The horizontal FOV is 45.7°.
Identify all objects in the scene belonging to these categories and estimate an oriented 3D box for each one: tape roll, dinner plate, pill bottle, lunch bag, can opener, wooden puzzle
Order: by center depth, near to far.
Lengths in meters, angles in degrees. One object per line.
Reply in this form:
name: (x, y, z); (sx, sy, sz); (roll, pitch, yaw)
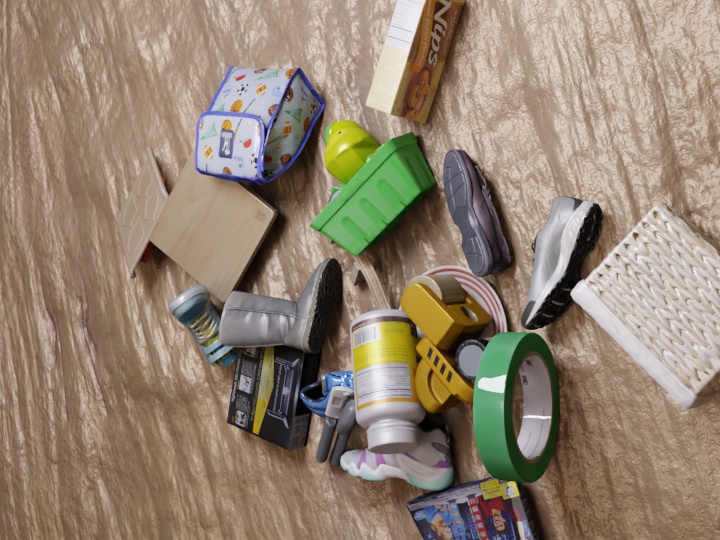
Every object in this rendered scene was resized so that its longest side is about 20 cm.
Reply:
tape roll: (0.219, 0.188, 1.183); (0.047, 0.199, 0.206); (-2, 89, 33)
pill bottle: (0.042, 0.171, 1.305); (0.108, 0.108, 0.205); (-20, 62, 32)
dinner plate: (0.144, 0.095, 1.341); (0.196, 0.024, 0.206); (0, 90, 34)
can opener: (-0.039, 0.261, 1.398); (0.051, 0.067, 0.202); (16, 137, 0)
lunch bag: (-0.184, -0.245, 1.465); (0.167, 0.124, 0.203); (11, 68, 36)
wooden puzzle: (-0.422, -0.113, 1.689); (0.202, 0.045, 0.186); (-61, 36, 24)

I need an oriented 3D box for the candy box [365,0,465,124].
candy box: (0.086, -0.339, 1.323); (0.055, 0.115, 0.204); (24, 104, 30)

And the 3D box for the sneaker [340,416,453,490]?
sneaker: (0.059, 0.267, 1.375); (0.195, 0.077, 0.144); (1, 90, 25)

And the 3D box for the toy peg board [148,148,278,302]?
toy peg board: (-0.257, -0.088, 1.588); (0.198, 0.098, 0.202); (37, 110, 12)

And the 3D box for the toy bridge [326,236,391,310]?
toy bridge: (0.000, 0.000, 1.416); (0.202, 0.027, 0.068); (59, 160, 19)

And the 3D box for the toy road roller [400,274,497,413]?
toy road roller: (0.126, 0.117, 1.265); (0.201, 0.122, 0.147); (49, 115, 23)

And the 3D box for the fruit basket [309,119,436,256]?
fruit basket: (-0.002, -0.159, 1.378); (0.211, 0.155, 0.221); (6, 106, 21)

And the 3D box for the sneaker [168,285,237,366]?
sneaker: (-0.275, 0.106, 1.547); (0.079, 0.200, 0.132); (-34, 78, -3)

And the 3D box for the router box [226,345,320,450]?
router box: (-0.155, 0.198, 1.529); (0.155, 0.052, 0.205); (15, 99, 34)

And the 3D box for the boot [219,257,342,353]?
boot: (-0.140, 0.056, 1.481); (0.196, 0.073, 0.185); (4, 63, 36)

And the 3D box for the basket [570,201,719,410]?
basket: (0.401, 0.041, 1.064); (0.200, 0.197, 0.162); (46, 110, 25)

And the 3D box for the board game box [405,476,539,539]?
board game box: (0.188, 0.424, 1.290); (0.197, 0.061, 0.204); (-23, 78, 32)

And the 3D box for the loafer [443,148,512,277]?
loafer: (0.178, -0.089, 1.305); (0.072, 0.062, 0.205); (-39, 61, 60)

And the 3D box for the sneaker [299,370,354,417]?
sneaker: (-0.015, 0.196, 1.409); (0.197, 0.078, 0.067); (-21, 48, 32)

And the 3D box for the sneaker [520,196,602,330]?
sneaker: (0.277, -0.010, 1.227); (0.079, 0.073, 0.204); (28, 100, 40)
